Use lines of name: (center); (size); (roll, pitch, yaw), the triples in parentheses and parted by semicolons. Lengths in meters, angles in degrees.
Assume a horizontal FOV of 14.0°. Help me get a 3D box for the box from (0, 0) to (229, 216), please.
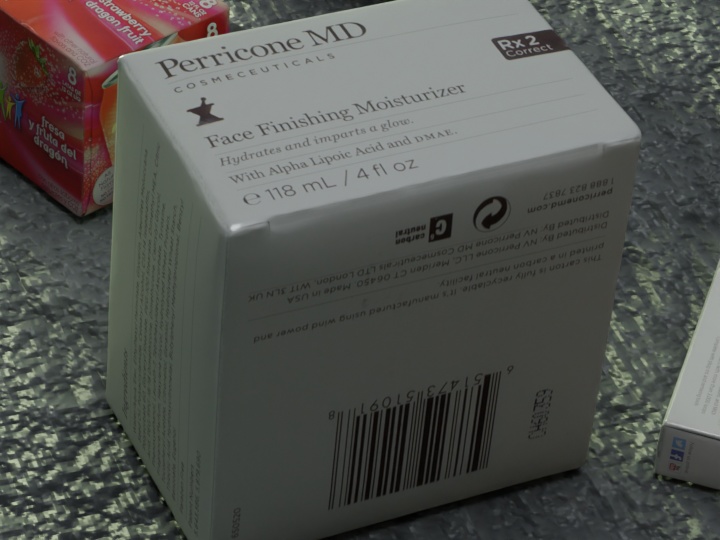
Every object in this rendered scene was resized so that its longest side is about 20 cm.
box: (-0.169, -0.128, 1.530); (0.099, 0.096, 0.200); (-27, 48, -35)

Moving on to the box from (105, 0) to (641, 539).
box: (0.000, 0.000, 1.307); (0.198, 0.201, 0.131); (-14, 43, -22)

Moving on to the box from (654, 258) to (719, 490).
box: (0.251, 0.064, 1.388); (0.199, 0.036, 0.145); (15, 40, 10)
